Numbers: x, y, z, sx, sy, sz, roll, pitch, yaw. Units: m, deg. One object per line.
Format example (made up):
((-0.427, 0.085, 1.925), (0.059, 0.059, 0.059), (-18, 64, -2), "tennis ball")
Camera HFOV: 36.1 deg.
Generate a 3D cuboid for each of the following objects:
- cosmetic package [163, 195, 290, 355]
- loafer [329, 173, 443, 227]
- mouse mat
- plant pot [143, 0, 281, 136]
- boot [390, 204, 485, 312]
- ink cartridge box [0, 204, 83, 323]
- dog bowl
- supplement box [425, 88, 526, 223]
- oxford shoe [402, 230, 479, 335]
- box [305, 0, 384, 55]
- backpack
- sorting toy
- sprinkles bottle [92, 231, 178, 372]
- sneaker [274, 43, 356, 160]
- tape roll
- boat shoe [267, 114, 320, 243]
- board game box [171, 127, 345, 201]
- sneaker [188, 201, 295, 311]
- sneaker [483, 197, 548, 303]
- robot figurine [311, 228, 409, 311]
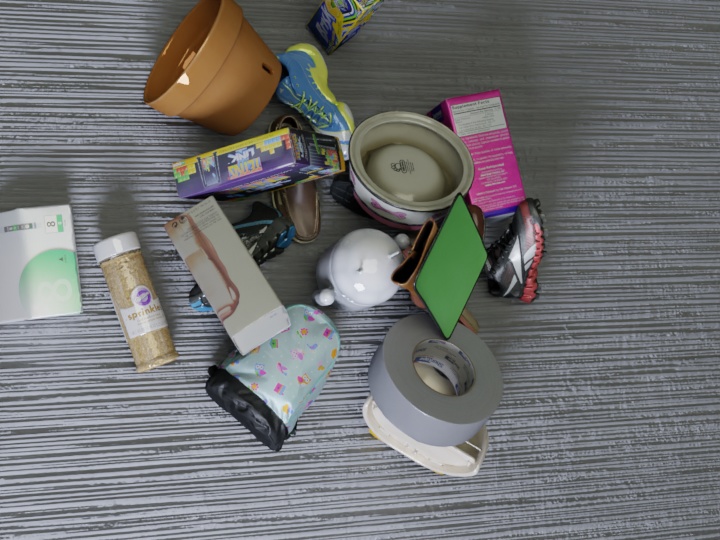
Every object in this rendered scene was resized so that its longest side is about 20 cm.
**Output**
((-0.190, 0.008, 1.582), (0.087, 0.104, 0.201), (-32, 71, -9), "cosmetic package")
((0.049, -0.124, 1.770), (0.198, 0.073, 0.073), (14, 51, -10), "loafer")
((0.136, -0.003, 1.627), (0.007, 0.200, 0.162), (18, 70, 27), "mouse mat")
((-0.212, -0.295, 1.652), (0.140, 0.200, 0.201), (34, 75, -26), "plant pot")
((0.114, -0.042, 1.636), (0.068, 0.200, 0.189), (33, 85, 23), "boot")
((-0.510, -0.006, 1.594), (0.198, 0.050, 0.163), (-6, 85, -19), "ink cartridge box")
((0.071, -0.148, 1.699), (0.198, 0.074, 0.202), (7, 53, -10), "dog bowl")
((0.188, -0.179, 1.792), (0.102, 0.101, 0.202), (-11, 86, -17), "supplement box")
((0.136, 0.018, 1.770), (0.075, 0.070, 0.201), (-38, 95, -19), "oxford shoe")
((-0.019, -0.406, 1.707), (0.070, 0.200, 0.064), (-41, 94, -18), "box")
((-0.114, 0.147, 1.651), (0.167, 0.127, 0.200), (43, 71, -4), "backpack")
((0.119, 0.204, 1.732), (0.199, 0.107, 0.181), (31, 63, 1), "sorting toy")
((-0.331, 0.046, 1.629), (0.068, 0.068, 0.202), (-20, 90, -18), "sprinkles bottle")
((-0.083, -0.257, 1.724), (0.105, 0.076, 0.201), (-17, 77, -43), "sneaker")
((0.114, 0.164, 1.669), (0.198, 0.066, 0.201), (14, 46, -15), "tape roll")
((-0.104, -0.144, 1.715), (0.074, 0.075, 0.204), (-14, 88, -17), "boat shoe")
((-0.146, -0.150, 1.611), (0.198, 0.165, 0.057), (-14, 87, 25), "board game box")
((-0.192, -0.020, 1.688), (0.200, 0.073, 0.082), (-43, 68, -14), "sneaker")
((0.245, -0.029, 1.764), (0.097, 0.202, 0.071), (-2, 42, -4), "sneaker")
((0.000, 0.000, 1.662), (0.169, 0.200, 0.113), (-39, 94, -16), "robot figurine")
